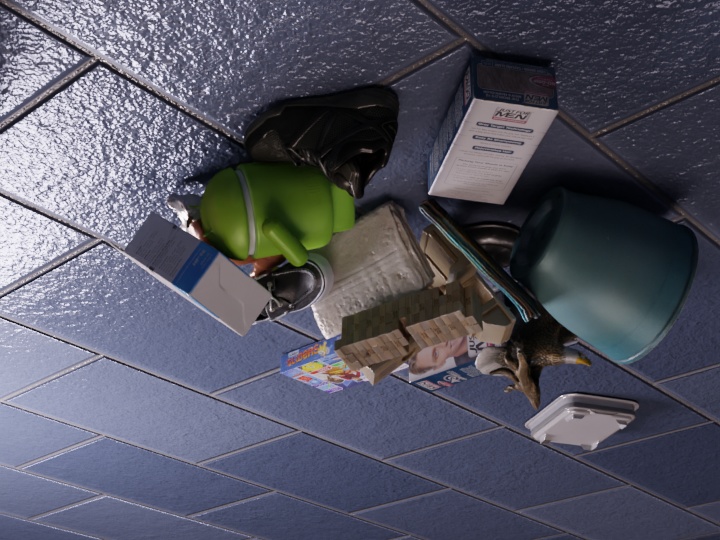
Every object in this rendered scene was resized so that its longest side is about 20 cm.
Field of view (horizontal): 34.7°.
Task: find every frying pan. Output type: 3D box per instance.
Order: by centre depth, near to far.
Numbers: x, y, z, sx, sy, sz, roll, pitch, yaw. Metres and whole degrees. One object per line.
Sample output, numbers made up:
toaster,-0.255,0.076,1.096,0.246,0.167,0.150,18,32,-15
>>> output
frying pan,0.218,-0.032,1.632,0.187,0.031,0.115,-1,153,9

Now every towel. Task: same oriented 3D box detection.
towel,0.151,-0.015,1.468,0.022,0.200,0.147,-45,177,7
towel,0.000,0.000,1.581,0.198,0.134,0.034,-26,-178,30

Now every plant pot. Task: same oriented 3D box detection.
plant pot,0.304,-0.008,1.509,0.186,0.202,0.200,26,147,-12

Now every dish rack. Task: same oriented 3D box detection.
dish rack,0.427,0.297,2.228,0.169,0.044,0.200,10,150,-15

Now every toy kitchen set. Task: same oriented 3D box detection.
toy kitchen set,0.094,0.074,1.602,0.179,0.164,0.201,-34,158,-19

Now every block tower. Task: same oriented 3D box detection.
block tower,0.062,0.073,1.539,0.198,0.058,0.054,-20,133,22

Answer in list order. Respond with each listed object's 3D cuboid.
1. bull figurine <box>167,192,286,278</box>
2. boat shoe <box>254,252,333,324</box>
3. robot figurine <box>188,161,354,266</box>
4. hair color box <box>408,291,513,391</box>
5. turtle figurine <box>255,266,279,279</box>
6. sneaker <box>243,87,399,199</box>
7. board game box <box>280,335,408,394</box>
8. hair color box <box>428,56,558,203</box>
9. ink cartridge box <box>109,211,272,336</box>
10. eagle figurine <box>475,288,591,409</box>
bull figurine,-0.190,-0.042,1.579,0.198,0.066,0.121,22,148,-32
boat shoe,-0.120,0.033,1.600,0.198,0.073,0.068,-19,-173,41
robot figurine,-0.108,-0.078,1.427,0.197,0.176,0.117,-10,120,-17
hair color box,0.166,0.114,1.826,0.199,0.101,0.060,-24,145,38
turtle figurine,-0.072,0.014,1.683,0.159,0.065,0.202,-3,132,6
sneaker,-0.051,-0.139,1.344,0.196,0.116,0.076,-7,150,18
board game box,-0.022,0.155,1.975,0.198,0.035,0.135,-22,145,36
hair color box,0.149,-0.158,1.339,0.098,0.061,0.201,6,152,-10
ink cartridge box,-0.218,-0.004,1.459,0.199,0.067,0.116,28,170,43
eagle figurine,0.278,0.098,1.691,0.150,0.201,0.152,34,149,-4
